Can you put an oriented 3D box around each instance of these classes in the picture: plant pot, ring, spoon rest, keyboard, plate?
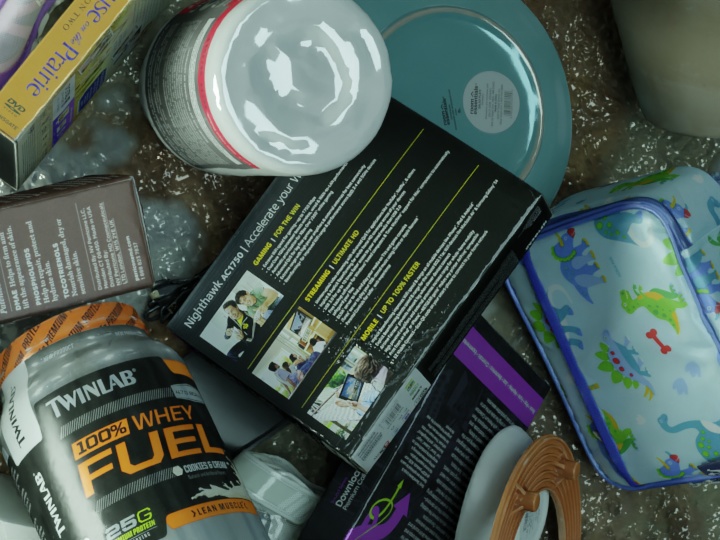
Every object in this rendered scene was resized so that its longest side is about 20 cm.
[{"bbox_3d":[0.242,-0.184,1.649,0.200,0.200,0.174,-11,112,-20],"label":"plant pot"},{"bbox_3d":[0.114,0.205,1.618,0.019,0.200,0.201,8,89,21],"label":"ring"},{"bbox_3d":[0.079,0.198,1.648,0.061,0.099,0.200,11,98,24],"label":"spoon rest"},{"bbox_3d":[-0.061,0.034,1.619,0.200,0.021,0.127,-34,104,-17],"label":"keyboard"},{"bbox_3d":[0.054,-0.102,1.644,0.200,0.026,0.200,2,86,-23],"label":"plate"}]

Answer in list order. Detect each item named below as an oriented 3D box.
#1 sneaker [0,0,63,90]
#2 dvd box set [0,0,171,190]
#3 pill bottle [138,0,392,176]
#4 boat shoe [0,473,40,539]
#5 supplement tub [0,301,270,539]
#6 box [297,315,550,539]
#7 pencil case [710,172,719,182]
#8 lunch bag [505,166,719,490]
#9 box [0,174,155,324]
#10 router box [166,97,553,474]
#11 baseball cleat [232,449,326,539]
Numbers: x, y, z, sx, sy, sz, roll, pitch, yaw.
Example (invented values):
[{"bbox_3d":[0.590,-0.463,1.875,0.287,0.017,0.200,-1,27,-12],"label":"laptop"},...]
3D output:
[{"bbox_3d":[-0.215,-0.173,1.503,0.080,0.088,0.200,31,74,21],"label":"sneaker"},{"bbox_3d":[-0.153,-0.144,1.509,0.029,0.146,0.200,38,79,-1],"label":"dvd box set"},{"bbox_3d":[-0.066,-0.111,1.514,0.111,0.200,0.111,-1,93,-22],"label":"pill bottle"},{"bbox_3d":[-0.260,0.162,1.526,0.200,0.072,0.069,5,112,-28],"label":"boat shoe"},{"bbox_3d":[-0.135,0.127,1.488,0.122,0.123,0.200,-21,68,-19],"label":"supplement tub"},{"bbox_3d":[0.038,0.129,1.611,0.200,0.036,0.143,-61,148,-10],"label":"box"},{"bbox_3d":[0.251,0.035,1.705,0.083,0.091,0.200,-19,99,16],"label":"pencil case"},{"bbox_3d":[0.189,0.042,1.640,0.082,0.161,0.200,-34,104,-42],"label":"lunch bag"},{"bbox_3d":[-0.233,-0.002,1.508,0.200,0.100,0.075,-13,96,-20],"label":"box"},{"bbox_3d":[0.000,0.000,1.554,0.149,0.051,0.200,35,84,19],"label":"router box"},{"bbox_3d":[-0.102,0.163,1.578,0.200,0.070,0.107,-5,111,-31],"label":"baseball cleat"}]
